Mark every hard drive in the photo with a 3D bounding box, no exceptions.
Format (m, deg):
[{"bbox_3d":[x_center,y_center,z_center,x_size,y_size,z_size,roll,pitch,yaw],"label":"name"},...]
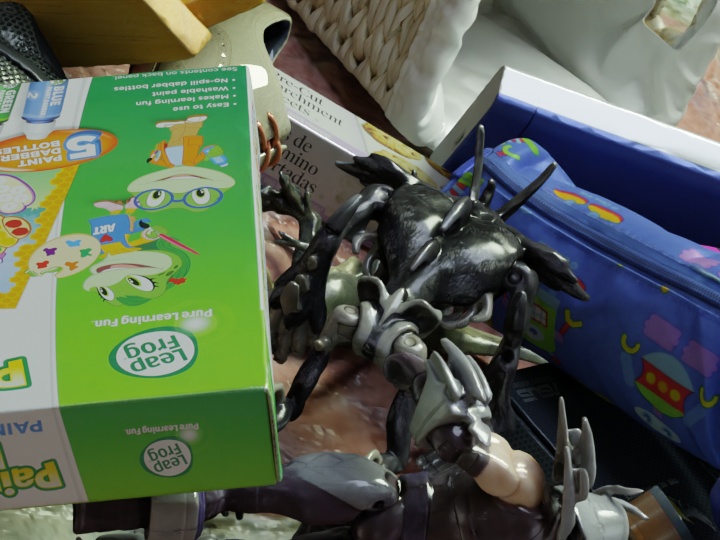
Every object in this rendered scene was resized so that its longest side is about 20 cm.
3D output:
[{"bbox_3d":[0.139,-0.032,1.181,0.199,0.132,0.026,19,69,-8],"label":"hard drive"}]

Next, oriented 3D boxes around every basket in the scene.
[{"bbox_3d":[0.086,-0.179,1.287,0.199,0.199,0.161,3,31,-44],"label":"basket"}]

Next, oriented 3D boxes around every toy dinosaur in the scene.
[{"bbox_3d":[0.000,0.000,1.089,0.199,0.047,0.089,10,53,-40],"label":"toy dinosaur"}]

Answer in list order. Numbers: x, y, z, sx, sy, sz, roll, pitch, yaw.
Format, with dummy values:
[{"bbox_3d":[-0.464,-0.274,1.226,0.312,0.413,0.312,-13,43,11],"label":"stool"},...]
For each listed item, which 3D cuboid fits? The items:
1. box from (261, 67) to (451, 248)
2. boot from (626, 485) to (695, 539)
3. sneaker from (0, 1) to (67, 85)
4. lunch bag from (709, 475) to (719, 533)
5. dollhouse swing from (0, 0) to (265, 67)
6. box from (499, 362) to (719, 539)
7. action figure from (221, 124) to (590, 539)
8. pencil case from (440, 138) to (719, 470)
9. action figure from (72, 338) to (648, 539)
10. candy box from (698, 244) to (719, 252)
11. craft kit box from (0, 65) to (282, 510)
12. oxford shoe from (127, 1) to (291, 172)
[{"bbox_3d":[0.010,-0.036,1.160,0.199,0.039,0.042,31,28,-8],"label":"box"},{"bbox_3d":[0.116,0.188,0.918,0.201,0.097,0.075,61,-1,-4],"label":"boot"},{"bbox_3d":[-0.186,-0.072,0.969,0.199,0.076,0.114,26,27,-23],"label":"sneaker"},{"bbox_3d":[0.205,0.136,0.893,0.127,0.200,0.171,-22,71,-15],"label":"lunch bag"},{"bbox_3d":[-0.113,-0.215,1.054,0.200,0.181,0.176,-52,128,-38],"label":"dollhouse swing"},{"bbox_3d":[0.144,0.104,1.077,0.158,0.051,0.199,49,31,22],"label":"box"},{"bbox_3d":[0.009,0.031,0.977,0.119,0.102,0.200,33,51,8],"label":"action figure"},{"bbox_3d":[0.113,0.013,1.024,0.078,0.087,0.200,-38,49,-26],"label":"pencil case"},{"bbox_3d":[0.002,0.084,0.843,0.199,0.131,0.070,0,30,-8],"label":"action figure"},{"bbox_3d":[0.219,0.083,1.071,0.136,0.061,0.200,8,38,-47],"label":"candy box"},{"bbox_3d":[-0.130,0.005,0.839,0.199,0.049,0.198,-6,38,-2],"label":"craft kit box"},{"bbox_3d":[-0.066,-0.059,1.046,0.073,0.071,0.201,11,46,-5],"label":"oxford shoe"}]
